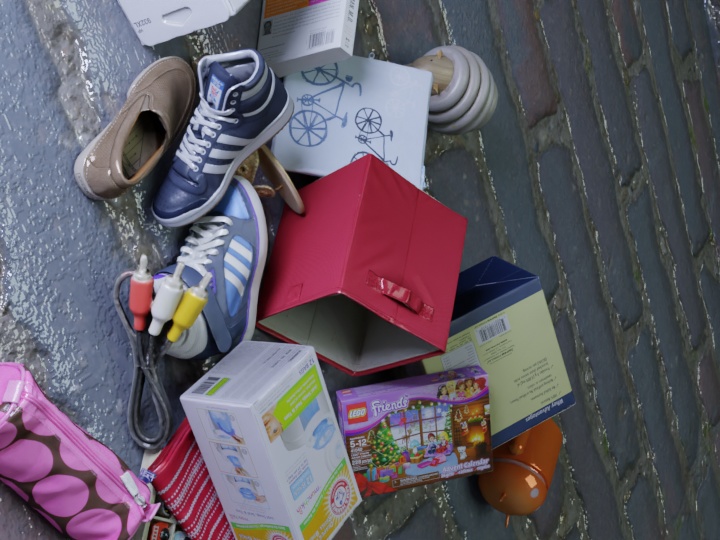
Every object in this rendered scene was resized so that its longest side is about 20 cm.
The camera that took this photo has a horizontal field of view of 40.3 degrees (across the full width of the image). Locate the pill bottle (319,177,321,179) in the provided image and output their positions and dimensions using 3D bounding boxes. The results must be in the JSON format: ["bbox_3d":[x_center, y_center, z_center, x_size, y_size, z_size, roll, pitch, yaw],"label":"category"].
[{"bbox_3d":[0.018,-0.157,1.289,0.119,0.118,0.203,42,54,-43],"label":"pill bottle"}]

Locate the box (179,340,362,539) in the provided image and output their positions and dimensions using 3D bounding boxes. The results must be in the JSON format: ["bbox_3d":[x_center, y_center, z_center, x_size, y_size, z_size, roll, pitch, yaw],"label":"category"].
[{"bbox_3d":[-0.089,0.189,1.023,0.112,0.100,0.203,-41,123,-46],"label":"box"}]

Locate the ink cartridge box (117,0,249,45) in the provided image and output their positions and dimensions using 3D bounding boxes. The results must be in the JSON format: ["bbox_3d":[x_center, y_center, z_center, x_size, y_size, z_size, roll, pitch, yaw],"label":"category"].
[{"bbox_3d":[-0.153,-0.339,1.054,0.084,0.143,0.201,60,43,-28],"label":"ink cartridge box"}]

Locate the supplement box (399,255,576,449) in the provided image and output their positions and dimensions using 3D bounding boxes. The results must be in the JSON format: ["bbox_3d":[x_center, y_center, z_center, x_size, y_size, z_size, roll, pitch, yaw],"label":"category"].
[{"bbox_3d":[0.164,0.122,1.368,0.198,0.134,0.202,-25,110,-13],"label":"supplement box"}]

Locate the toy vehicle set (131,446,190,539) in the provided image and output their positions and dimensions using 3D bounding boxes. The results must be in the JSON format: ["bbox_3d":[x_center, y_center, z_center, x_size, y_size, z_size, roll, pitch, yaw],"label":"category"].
[{"bbox_3d":[-0.192,0.298,1.021,0.124,0.026,0.203,30,62,-49],"label":"toy vehicle set"}]

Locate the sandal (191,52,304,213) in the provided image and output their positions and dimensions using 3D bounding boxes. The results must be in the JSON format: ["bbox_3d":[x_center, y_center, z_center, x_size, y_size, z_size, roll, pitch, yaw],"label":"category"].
[{"bbox_3d":[-0.148,-0.137,1.123,0.069,0.077,0.213,-36,111,-14],"label":"sandal"}]

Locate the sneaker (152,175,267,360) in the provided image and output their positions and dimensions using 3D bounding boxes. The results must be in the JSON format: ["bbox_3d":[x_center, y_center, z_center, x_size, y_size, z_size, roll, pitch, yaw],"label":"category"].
[{"bbox_3d":[-0.173,-0.007,1.040,0.146,0.079,0.204,4,88,-58],"label":"sneaker"}]

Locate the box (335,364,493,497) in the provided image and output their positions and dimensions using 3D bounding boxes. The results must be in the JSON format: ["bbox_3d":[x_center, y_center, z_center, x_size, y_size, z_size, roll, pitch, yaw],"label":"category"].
[{"bbox_3d":[0.071,0.208,1.265,0.196,0.039,0.139,-9,106,-12],"label":"box"}]

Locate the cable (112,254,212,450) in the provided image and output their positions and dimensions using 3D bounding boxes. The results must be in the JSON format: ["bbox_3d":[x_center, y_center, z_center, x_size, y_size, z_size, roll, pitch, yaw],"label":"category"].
[{"bbox_3d":[-0.213,0.080,0.967,0.050,0.096,0.203,-92,-162,-80],"label":"cable"}]

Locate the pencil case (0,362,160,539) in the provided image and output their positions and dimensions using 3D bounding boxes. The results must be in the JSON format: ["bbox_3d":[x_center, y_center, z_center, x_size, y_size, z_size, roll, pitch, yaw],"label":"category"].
[{"bbox_3d":[-0.270,0.167,0.876,0.201,0.093,0.092,53,47,-35],"label":"pencil case"}]

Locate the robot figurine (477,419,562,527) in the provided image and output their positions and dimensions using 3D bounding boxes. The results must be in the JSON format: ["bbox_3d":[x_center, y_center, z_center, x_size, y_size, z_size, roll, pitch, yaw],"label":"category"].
[{"bbox_3d":[0.254,0.302,1.558,0.116,0.144,0.202,35,53,-11],"label":"robot figurine"}]

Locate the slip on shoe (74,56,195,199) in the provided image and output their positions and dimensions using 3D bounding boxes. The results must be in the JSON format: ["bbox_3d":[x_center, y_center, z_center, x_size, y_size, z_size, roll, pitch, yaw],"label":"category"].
[{"bbox_3d":[-0.218,-0.152,1.013,0.077,0.060,0.201,59,43,-30],"label":"slip on shoe"}]

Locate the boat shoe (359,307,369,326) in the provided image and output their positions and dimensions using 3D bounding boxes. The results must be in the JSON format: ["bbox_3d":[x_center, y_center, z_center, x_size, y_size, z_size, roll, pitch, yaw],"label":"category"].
[{"bbox_3d":[0.028,0.035,1.316,0.076,0.073,0.202,53,47,-35],"label":"boat shoe"}]

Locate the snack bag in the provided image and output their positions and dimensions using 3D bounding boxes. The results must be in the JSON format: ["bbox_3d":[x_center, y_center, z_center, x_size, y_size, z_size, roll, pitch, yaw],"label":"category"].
[{"bbox_3d":[-0.006,-0.191,1.224,0.021,0.196,0.192,112,-14,-64],"label":"snack bag"}]

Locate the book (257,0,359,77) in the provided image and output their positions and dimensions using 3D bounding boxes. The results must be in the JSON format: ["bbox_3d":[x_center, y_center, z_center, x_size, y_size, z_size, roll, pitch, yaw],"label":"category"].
[{"bbox_3d":[-0.058,-0.344,1.196,0.048,0.132,0.204,27,65,-49],"label":"book"}]

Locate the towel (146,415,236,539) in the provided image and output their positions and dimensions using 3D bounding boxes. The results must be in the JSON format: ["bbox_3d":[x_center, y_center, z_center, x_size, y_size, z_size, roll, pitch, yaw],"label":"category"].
[{"bbox_3d":[-0.142,0.233,1.057,0.145,0.022,0.202,-56,130,-41],"label":"towel"}]

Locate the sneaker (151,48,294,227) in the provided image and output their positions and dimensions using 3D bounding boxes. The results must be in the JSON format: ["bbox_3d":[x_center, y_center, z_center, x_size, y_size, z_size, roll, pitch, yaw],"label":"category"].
[{"bbox_3d":[-0.159,-0.144,1.019,0.200,0.070,0.109,-48,152,-11],"label":"sneaker"}]

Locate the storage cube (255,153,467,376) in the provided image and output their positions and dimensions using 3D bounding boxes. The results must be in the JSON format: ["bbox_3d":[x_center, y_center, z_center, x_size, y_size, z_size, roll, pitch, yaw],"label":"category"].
[{"bbox_3d":[0.000,0.000,1.169,0.170,0.199,0.182,29,60,-30],"label":"storage cube"}]

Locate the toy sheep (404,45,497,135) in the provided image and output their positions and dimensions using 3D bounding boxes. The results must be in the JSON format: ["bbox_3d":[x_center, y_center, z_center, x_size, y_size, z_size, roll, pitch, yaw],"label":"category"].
[{"bbox_3d":[0.136,-0.263,1.452,0.199,0.136,0.141,15,74,-52],"label":"toy sheep"}]
